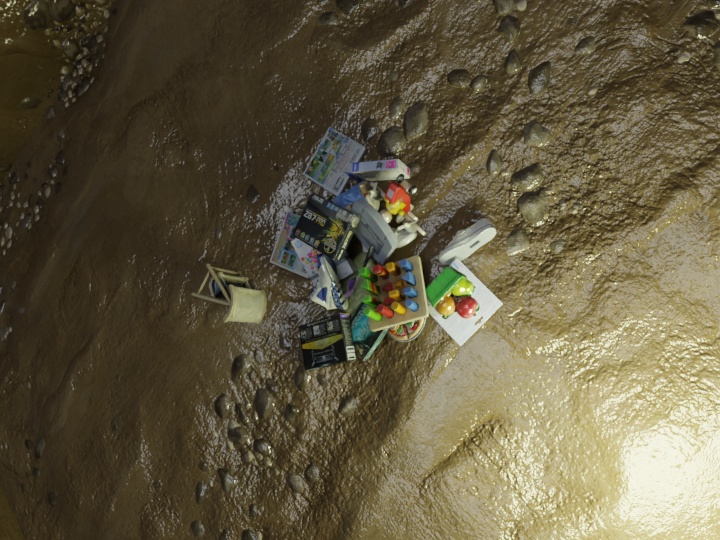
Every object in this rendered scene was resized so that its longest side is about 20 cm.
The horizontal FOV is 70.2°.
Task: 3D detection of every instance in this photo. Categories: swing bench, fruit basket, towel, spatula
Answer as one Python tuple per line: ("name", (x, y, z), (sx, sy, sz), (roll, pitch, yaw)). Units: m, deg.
("swing bench", (-0.462, 0.091, 1.866), (0.199, 0.198, 0.131), (32, 96, 24))
("fruit basket", (0.304, 0.096, 1.581), (0.200, 0.094, 0.186), (45, 102, 14))
("towel", (-0.012, 0.046, 1.754), (0.200, 0.036, 0.149), (-47, 66, 14))
("spatula", (0.000, 0.000, 1.675), (0.020, 0.056, 0.201), (36, 117, 13))

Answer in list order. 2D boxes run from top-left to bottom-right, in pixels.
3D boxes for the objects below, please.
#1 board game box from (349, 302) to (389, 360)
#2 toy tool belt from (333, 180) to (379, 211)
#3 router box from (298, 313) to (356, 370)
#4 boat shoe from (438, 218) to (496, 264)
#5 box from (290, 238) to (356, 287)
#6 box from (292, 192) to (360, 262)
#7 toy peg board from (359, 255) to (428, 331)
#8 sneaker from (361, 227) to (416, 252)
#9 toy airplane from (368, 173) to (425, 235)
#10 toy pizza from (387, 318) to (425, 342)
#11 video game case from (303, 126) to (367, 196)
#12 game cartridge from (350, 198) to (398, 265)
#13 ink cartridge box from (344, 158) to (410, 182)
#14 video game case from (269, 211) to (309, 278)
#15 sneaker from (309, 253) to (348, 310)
("board game box", (0.031, 0.176, 1.685), (0.135, 0.028, 0.201), (47, 114, 36))
("toy tool belt", (-0.038, -0.229, 1.754), (0.199, 0.123, 0.126), (-30, 65, 18))
("router box", (-0.116, 0.245, 1.743), (0.198, 0.052, 0.160), (-19, 75, 35))
("boat shoe", (0.327, -0.094, 1.608), (0.199, 0.071, 0.070), (-36, 42, 20))
("box", (-0.126, -0.049, 1.749), (0.155, 0.041, 0.202), (-28, 89, 21))
("box", (-0.113, -0.143, 1.669), (0.199, 0.049, 0.163), (31, 96, 31))
("toy peg board", (0.090, 0.061, 1.582), (0.197, 0.098, 0.203), (-18, 64, 25))
("sneaker", (0.088, -0.114, 1.697), (0.198, 0.071, 0.081), (-9, 110, 22))
("toy airplane", (0.114, -0.199, 1.645), (0.141, 0.200, 0.200), (-41, 23, -9))
("toy pizza", (0.128, 0.128, 1.643), (0.199, 0.031, 0.203), (-2, 88, 46))
("video game case", (-0.094, -0.395, 1.862), (0.181, 0.022, 0.202), (35, 98, 25))
("game cartridge", (0.038, -0.127, 1.641), (0.041, 0.133, 0.201), (-30, 73, -29))
("ink cartridge box", (0.056, -0.336, 1.730), (0.197, 0.119, 0.043), (-2, 83, 25))
("video game case", (-0.229, -0.096, 1.882), (0.180, 0.024, 0.203), (21, 93, 26))
("sneaker", (-0.126, 0.050, 1.703), (0.114, 0.081, 0.202), (-17, 99, 18))
